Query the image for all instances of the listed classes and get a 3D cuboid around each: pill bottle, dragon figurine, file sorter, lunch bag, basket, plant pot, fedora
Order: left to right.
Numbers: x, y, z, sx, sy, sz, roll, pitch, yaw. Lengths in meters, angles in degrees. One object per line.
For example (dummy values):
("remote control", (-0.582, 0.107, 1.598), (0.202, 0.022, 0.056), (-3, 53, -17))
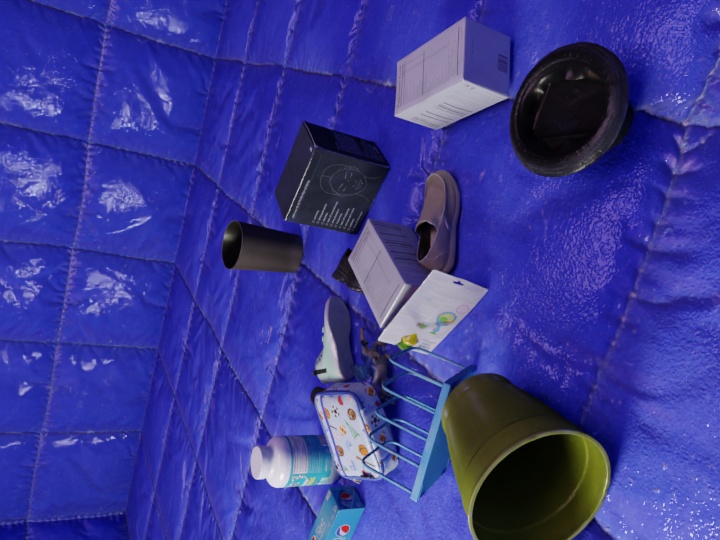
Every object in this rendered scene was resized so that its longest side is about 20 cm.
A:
("basket", (-0.275, -0.060, 1.669), (0.179, 0.197, 0.139), (4, 87, 60))
("pill bottle", (-0.148, 0.436, 1.337), (0.110, 0.197, 0.113), (-21, 65, 56))
("lunch bag", (-0.013, 0.330, 1.187), (0.159, 0.075, 0.204), (-13, 95, 44))
("dragon figurine", (0.018, 0.204, 1.247), (0.200, 0.058, 0.101), (46, 122, 52))
("file sorter", (0.097, 0.248, 0.987), (0.121, 0.138, 0.204), (19, 102, 27))
("plant pot", (0.204, 0.248, 0.817), (0.193, 0.197, 0.204), (-123, 49, -63))
("fedora", (0.307, -0.217, 0.823), (0.200, 0.090, 0.205), (-21, 65, 56))

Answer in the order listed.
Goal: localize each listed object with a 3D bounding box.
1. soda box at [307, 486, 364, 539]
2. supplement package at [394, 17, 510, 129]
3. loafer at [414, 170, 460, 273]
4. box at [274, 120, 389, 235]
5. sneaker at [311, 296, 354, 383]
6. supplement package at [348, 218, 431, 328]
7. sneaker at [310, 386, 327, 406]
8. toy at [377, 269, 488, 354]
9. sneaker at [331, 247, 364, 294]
("soda box", (-0.062, 0.575, 1.288), (0.064, 0.067, 0.203), (51, 126, 52))
("supplement package", (0.163, -0.351, 1.066), (0.199, 0.108, 0.116), (-7, 77, 58))
("loafer", (0.141, -0.095, 1.098), (0.075, 0.067, 0.204), (-20, 66, 56))
("box", (-0.071, -0.210, 1.360), (0.202, 0.194, 0.125), (-61, 37, 30))
("sneaker", (-0.078, 0.171, 1.399), (0.118, 0.073, 0.204), (-28, 62, 47))
("supplement package", (0.070, 0.006, 1.155), (0.115, 0.108, 0.201), (-61, 37, 31))
("sneaker", (-0.042, 0.297, 1.332), (0.199, 0.075, 0.081), (17, 88, 51))
("toy", (0.124, 0.069, 1.053), (0.201, 0.113, 0.048), (-57, 26, 35))
("sneaker", (0.000, 0.000, 1.318), (0.199, 0.075, 0.092), (28, 100, 55))
